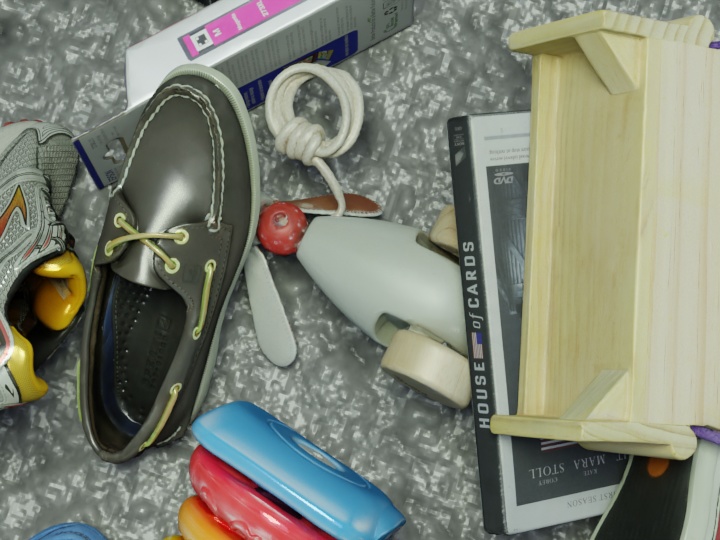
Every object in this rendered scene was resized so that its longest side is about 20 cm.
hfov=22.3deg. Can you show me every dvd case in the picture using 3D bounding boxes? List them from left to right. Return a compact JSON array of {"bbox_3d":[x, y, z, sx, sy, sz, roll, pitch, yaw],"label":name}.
[{"bbox_3d":[0.117,0.019,0.912,0.149,0.025,0.202,-7,92,-32],"label":"dvd case"}]

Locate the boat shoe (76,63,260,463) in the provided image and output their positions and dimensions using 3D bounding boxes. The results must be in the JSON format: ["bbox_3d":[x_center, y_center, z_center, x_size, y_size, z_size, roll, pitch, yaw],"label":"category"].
[{"bbox_3d":[-0.098,0.000,0.906,0.071,0.061,0.203,16,112,14],"label":"boat shoe"}]

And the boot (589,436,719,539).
[{"bbox_3d":[0.189,0.137,0.902,0.144,0.072,0.202,30,72,-28],"label":"boot"}]

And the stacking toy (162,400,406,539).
[{"bbox_3d":[-0.073,0.175,0.907,0.109,0.116,0.201,33,91,9],"label":"stacking toy"}]

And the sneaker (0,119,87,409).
[{"bbox_3d":[-0.168,0.000,0.915,0.081,0.078,0.201,-3,44,12],"label":"sneaker"}]

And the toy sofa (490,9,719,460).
[{"bbox_3d":[0.124,-0.015,0.853,0.097,0.083,0.202,4,86,-28],"label":"toy sofa"}]

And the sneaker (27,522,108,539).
[{"bbox_3d":[-0.189,0.211,0.903,0.066,0.078,0.201,32,81,5],"label":"sneaker"}]

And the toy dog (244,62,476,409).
[{"bbox_3d":[0.000,0.000,0.955,0.132,0.096,0.200,-44,66,-5],"label":"toy dog"}]

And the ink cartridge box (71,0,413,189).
[{"bbox_3d":[-0.063,-0.112,0.962,0.199,0.095,0.037,-31,79,-6],"label":"ink cartridge box"}]

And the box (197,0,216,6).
[{"bbox_3d":[-0.106,-0.290,0.987,0.199,0.124,0.197,34,78,7],"label":"box"}]
